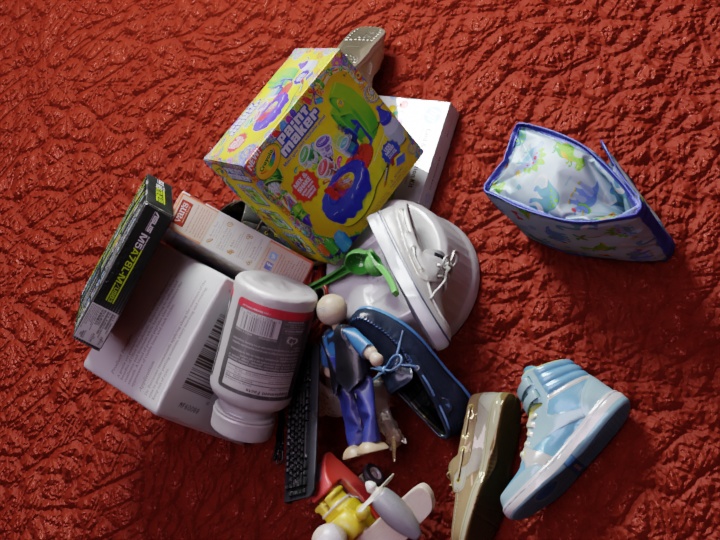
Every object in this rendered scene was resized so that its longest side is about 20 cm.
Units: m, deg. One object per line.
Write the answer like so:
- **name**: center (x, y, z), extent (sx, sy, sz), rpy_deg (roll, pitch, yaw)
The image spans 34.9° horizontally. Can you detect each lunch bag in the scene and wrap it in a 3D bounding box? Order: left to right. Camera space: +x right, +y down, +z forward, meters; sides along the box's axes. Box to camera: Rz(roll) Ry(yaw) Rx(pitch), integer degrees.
- **lunch bag**: center (0.277, -0.083, 1.397), extent (0.199, 0.170, 0.128), rpy_deg (28, 89, 33)

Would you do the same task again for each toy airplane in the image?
- **toy airplane**: center (-0.001, 0.339, 1.399), extent (0.198, 0.140, 0.203), rpy_deg (9, 93, 41)

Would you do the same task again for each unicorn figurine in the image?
- **unicorn figurine**: center (-0.004, 0.162, 1.501), extent (0.199, 0.073, 0.139), rpy_deg (-2, 104, 54)

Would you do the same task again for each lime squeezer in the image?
- **lime squeezer**: center (0.000, 0.000, 1.451), extent (0.070, 0.038, 0.199), rpy_deg (-37, 22, -30)

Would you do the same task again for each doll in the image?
- **doll**: center (-0.012, 0.126, 1.412), extent (0.136, 0.048, 0.202), rpy_deg (-30, 71, 58)

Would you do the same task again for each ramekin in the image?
- **ramekin**: center (0.050, 0.004, 1.526), extent (0.198, 0.098, 0.203), rpy_deg (-10, 66, 24)

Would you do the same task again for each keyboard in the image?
- **keyboard**: center (-0.087, 0.199, 1.481), extent (0.127, 0.020, 0.202), rpy_deg (-33, 50, 57)

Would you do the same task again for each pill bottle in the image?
- **pill bottle**: center (-0.129, 0.111, 1.454), extent (0.110, 0.110, 0.202), rpy_deg (24, 106, 32)

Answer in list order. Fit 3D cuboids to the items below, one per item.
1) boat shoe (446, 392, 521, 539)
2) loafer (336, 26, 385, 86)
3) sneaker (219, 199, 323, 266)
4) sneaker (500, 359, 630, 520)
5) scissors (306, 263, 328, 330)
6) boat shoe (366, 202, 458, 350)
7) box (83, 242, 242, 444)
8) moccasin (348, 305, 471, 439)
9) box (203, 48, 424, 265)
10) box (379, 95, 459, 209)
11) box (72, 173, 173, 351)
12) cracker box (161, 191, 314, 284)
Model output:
- **boat shoe**: center (0.144, 0.247, 1.407), extent (0.066, 0.074, 0.202), rpy_deg (5, 70, 40)
- **loafer**: center (-0.017, -0.280, 1.642), extent (0.075, 0.069, 0.200), rpy_deg (11, 42, 32)
- **sneaker**: center (-0.105, -0.059, 1.612), extent (0.198, 0.106, 0.076), rpy_deg (-13, 54, 29)
- **sneaker**: center (0.215, 0.194, 1.381), extent (0.200, 0.080, 0.130), rpy_deg (-44, 59, -5)
- **scissors**: center (-0.054, -0.012, 1.638), extent (0.073, 0.014, 0.202), rpy_deg (11, 74, 38)
- **boat shoe**: center (0.084, -0.001, 1.418), extent (0.085, 0.075, 0.203), rpy_deg (-26, 60, 1)
- **box**: center (-0.225, 0.100, 1.568), extent (0.170, 0.200, 0.201), rpy_deg (24, 84, 36)
- **moccasin**: center (0.060, 0.127, 1.432), extent (0.200, 0.081, 0.068), rpy_deg (41, 51, 1)
- **box**: center (-0.060, -0.150, 1.497), extent (0.201, 0.193, 0.122), rpy_deg (-52, 31, -14)
- **box**: center (0.027, -0.171, 1.637), extent (0.198, 0.041, 0.157), rpy_deg (11, 75, 29)
- **box**: center (-0.309, -0.016, 1.499), extent (0.201, 0.047, 0.193), rpy_deg (-60, 14, 7)
- **cracker box**: center (-0.170, -0.027, 1.549), extent (0.199, 0.134, 0.058), rpy_deg (28, 79, -9)
